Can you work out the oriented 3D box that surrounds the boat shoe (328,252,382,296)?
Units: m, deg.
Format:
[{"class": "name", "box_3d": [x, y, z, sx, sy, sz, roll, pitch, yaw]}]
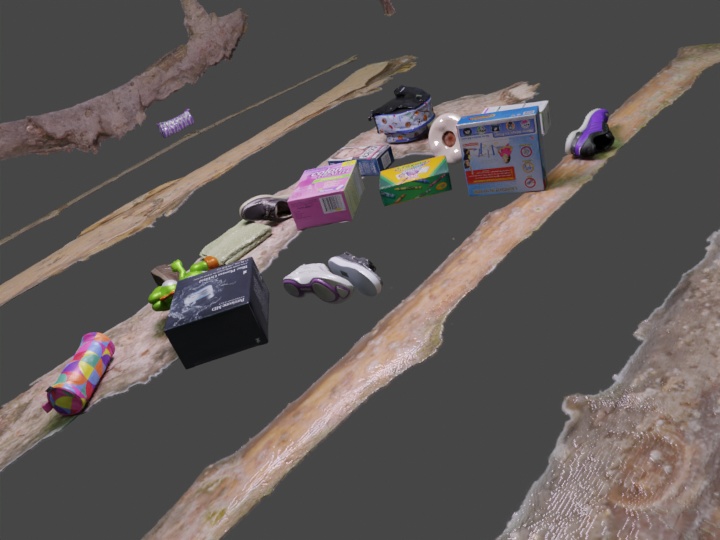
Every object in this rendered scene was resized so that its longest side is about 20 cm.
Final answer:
[{"class": "boat shoe", "box_3d": [0.000, 0.000, 1.301, 0.066, 0.071, 0.199, -34, 26, -21]}]

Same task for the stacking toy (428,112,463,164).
[{"class": "stacking toy", "box_3d": [0.312, -0.409, 1.735, 0.144, 0.149, 0.198, 9, 21, 38]}]

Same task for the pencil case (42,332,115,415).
[{"class": "pencil case", "box_3d": [-0.625, 0.228, 1.273, 0.086, 0.090, 0.201, -12, 30, 11]}]

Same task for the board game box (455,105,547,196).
[{"class": "board game box", "box_3d": [0.356, -0.294, 1.426, 0.196, 0.199, 0.056, 0, 34, 27]}]

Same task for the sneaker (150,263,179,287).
[{"class": "sneaker", "box_3d": [-0.506, 0.019, 1.542, 0.075, 0.072, 0.199, -34, 34, -25]}]

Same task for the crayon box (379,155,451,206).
[{"class": "crayon box", "box_3d": [0.154, -0.254, 1.610, 0.196, 0.059, 0.120, -13, 32, 11]}]

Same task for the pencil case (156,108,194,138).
[{"class": "pencil case", "box_3d": [-0.991, -0.785, 3.048, 0.199, 0.087, 0.083, -36, 33, -27]}]

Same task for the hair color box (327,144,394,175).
[{"class": "hair color box", "box_3d": [0.001, -0.357, 1.853, 0.197, 0.061, 0.100, 4, 38, 35]}]

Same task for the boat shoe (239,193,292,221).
[{"class": "boat shoe", "box_3d": [-0.261, -0.184, 1.700, 0.196, 0.073, 0.065, -11, 31, -24]}]

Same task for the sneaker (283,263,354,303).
[{"class": "sneaker", "box_3d": [-0.088, 0.017, 1.307, 0.197, 0.076, 0.100, 8, 41, 37]}]

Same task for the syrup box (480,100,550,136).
[{"class": "syrup box", "box_3d": [0.465, -0.451, 1.722, 0.197, 0.080, 0.082, 3, 38, 33]}]

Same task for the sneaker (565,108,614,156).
[{"class": "sneaker", "box_3d": [0.630, -0.358, 1.508, 0.098, 0.070, 0.200, 21, 53, 38]}]

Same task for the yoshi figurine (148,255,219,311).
[{"class": "yoshi figurine", "box_3d": [-0.446, 0.042, 1.427, 0.112, 0.113, 0.198, 41, 49, 23]}]

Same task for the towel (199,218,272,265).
[{"class": "towel", "box_3d": [-0.363, -0.083, 1.655, 0.199, 0.037, 0.147, -39, 37, -29]}]

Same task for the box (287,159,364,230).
[{"class": "box", "box_3d": [-0.096, -0.223, 1.664, 0.172, 0.098, 0.201, -8, 32, 19]}]

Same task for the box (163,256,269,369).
[{"class": "box", "box_3d": [-0.315, 0.090, 1.281, 0.193, 0.119, 0.201, -18, 32, 2]}]

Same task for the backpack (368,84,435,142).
[{"class": "backpack", "box_3d": [0.157, -0.527, 1.945, 0.188, 0.156, 0.200, 4, 43, 47]}]
